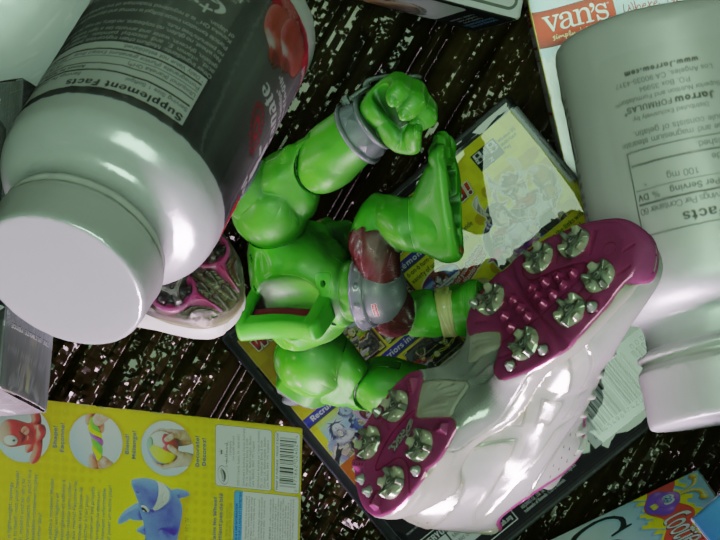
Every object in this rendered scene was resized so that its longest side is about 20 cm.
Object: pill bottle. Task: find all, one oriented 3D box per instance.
[{"bbox_3d":[-0.103,-0.063,1.298,0.110,0.111,0.200,29,49,-4],"label":"pill bottle"},{"bbox_3d":[0.169,-0.026,1.362,0.114,0.114,0.201,-10,82,-3],"label":"pill bottle"}]

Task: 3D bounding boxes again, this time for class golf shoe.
[{"bbox_3d":[0.085,0.055,1.343,0.091,0.075,0.200,28,119,-34],"label":"golf shoe"},{"bbox_3d":[-0.135,-0.005,1.389,0.200,0.092,0.073,22,56,30],"label":"golf shoe"}]

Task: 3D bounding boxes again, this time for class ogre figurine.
[{"bbox_3d":[0.000,0.000,1.378,0.119,0.200,0.098,-7,48,13],"label":"ogre figurine"}]

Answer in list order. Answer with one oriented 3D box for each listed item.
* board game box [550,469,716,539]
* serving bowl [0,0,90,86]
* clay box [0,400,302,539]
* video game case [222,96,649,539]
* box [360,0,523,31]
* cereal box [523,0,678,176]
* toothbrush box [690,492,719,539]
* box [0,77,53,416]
[{"bbox_3d":[0.118,0.208,1.420,0.199,0.103,0.105,-26,117,-2],"label":"board game box"},{"bbox_3d":[-0.214,-0.173,1.417,0.199,0.066,0.201,0,92,-2],"label":"serving bowl"},{"bbox_3d":[-0.129,0.129,1.398,0.199,0.048,0.115,8,74,-23],"label":"clay box"},{"bbox_3d":[0.059,0.041,1.440,0.200,0.026,0.181,-40,89,10],"label":"video game case"},{"bbox_3d":[-0.008,-0.203,1.398,0.199,0.060,0.117,14,84,-20],"label":"box"},{"bbox_3d":[0.177,-0.066,1.454,0.143,0.040,0.201,-12,93,1],"label":"cereal box"},{"bbox_3d":[0.276,0.079,1.340,0.200,0.146,0.085,-43,79,21],"label":"toothbrush box"},{"bbox_3d":[-0.245,-0.004,1.350,0.199,0.048,0.159,-6,71,21],"label":"box"}]
